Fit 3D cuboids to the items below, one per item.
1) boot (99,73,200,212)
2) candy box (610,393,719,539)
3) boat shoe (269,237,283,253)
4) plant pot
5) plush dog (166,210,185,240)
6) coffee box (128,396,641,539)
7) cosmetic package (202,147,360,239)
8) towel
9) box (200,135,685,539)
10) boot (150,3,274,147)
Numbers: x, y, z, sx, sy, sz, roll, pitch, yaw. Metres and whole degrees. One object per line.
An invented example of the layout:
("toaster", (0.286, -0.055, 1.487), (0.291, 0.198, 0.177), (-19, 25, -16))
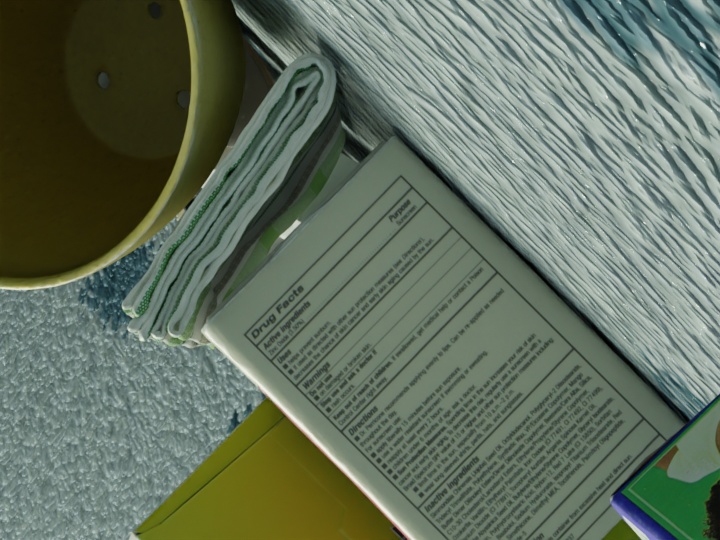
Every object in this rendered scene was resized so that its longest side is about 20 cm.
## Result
("boot", (-0.130, -0.111, 1.196), (0.162, 0.074, 0.198), (16, 152, -20))
("candy box", (0.164, 0.110, 0.375), (0.169, 0.077, 0.200), (47, 176, -20))
("boat shoe", (-0.037, -0.035, 1.183), (0.067, 0.072, 0.200), (28, 161, -9))
("plant pot", (-0.134, -0.100, 0.871), (0.200, 0.200, 0.142), (45, -158, 11))
("plush dog", (-0.086, -0.032, 1.728), (0.171, 0.161, 0.200), (32, -152, -11))
("coffee box", (0.003, 0.158, 0.995), (0.200, 0.200, 0.198), (44, 160, 3))
("cosmetic package", (-0.040, -0.051, 1.039), (0.200, 0.051, 0.083), (32, 172, 32))
("towel", (-0.050, -0.024, 0.871), (0.031, 0.149, 0.200), (35, 178, 5))
("box", (0.040, 0.055, 0.857), (0.200, 0.128, 0.109), (45, 177, 3))
("boot", (-0.108, -0.143, 1.032), (0.200, 0.074, 0.075), (41, -157, 22))
